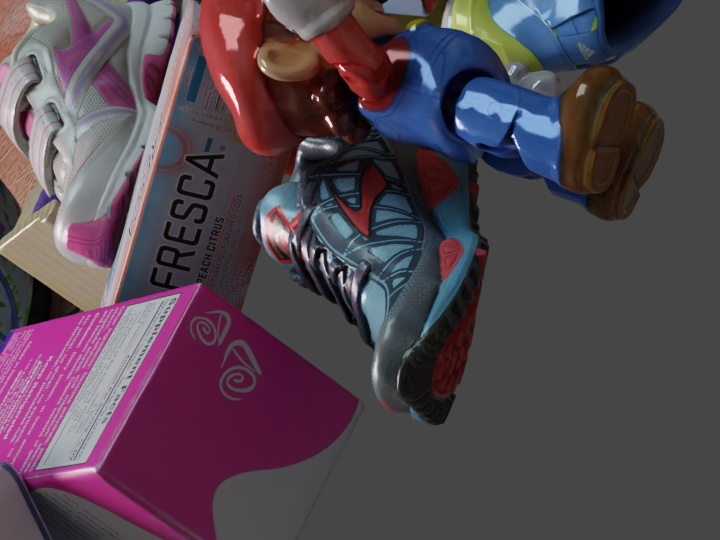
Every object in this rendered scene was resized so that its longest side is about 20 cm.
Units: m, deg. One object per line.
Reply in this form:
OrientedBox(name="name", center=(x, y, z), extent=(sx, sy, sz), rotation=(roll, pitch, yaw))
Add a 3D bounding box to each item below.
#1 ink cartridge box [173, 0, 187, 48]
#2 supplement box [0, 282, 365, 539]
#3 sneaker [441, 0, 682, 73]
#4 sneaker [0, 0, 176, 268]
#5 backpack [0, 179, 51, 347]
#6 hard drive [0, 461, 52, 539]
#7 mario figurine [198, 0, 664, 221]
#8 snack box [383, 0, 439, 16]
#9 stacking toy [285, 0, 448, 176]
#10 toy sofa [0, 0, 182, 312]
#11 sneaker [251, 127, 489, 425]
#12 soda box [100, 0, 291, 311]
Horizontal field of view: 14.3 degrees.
OrientedBox(name="ink cartridge box", center=(-0.002, -0.192, 1.533), extent=(0.200, 0.087, 0.145), rotation=(-41, 26, 33))
OrientedBox(name="supplement box", center=(-0.104, 0.084, 1.307), extent=(0.200, 0.101, 0.103), rotation=(-11, 46, 58))
OrientedBox(name="sneaker", center=(0.117, -0.155, 1.288), extent=(0.105, 0.076, 0.200), rotation=(-2, 52, 40))
OrientedBox(name="sneaker", center=(-0.149, -0.074, 1.489), extent=(0.200, 0.088, 0.081), rotation=(-90, 13, -54))
OrientedBox(name="backpack", center=(-0.264, -0.020, 1.653), extent=(0.154, 0.200, 0.163), rotation=(-44, 23, 19))
OrientedBox(name="hard drive", center=(-0.185, 0.163, 1.326), extent=(0.025, 0.132, 0.200), rotation=(-29, 6, -35))
OrientedBox(name="mario figurine", center=(0.026, -0.093, 1.181), extent=(0.200, 0.124, 0.106), rotation=(19, 48, 22))
OrientedBox(name="snack box", center=(-0.005, -0.204, 1.349), extent=(0.168, 0.068, 0.200), rotation=(8, 44, 29))
OrientedBox(name="stacking toy", center=(0.003, -0.087, 1.396), extent=(0.085, 0.085, 0.200), rotation=(-62, 17, -20))
OrientedBox(name="toy sofa", center=(-0.116, -0.078, 1.599), extent=(0.098, 0.083, 0.200), rotation=(-30, 31, 47))
OrientedBox(name="sneaker", center=(0.000, 0.000, 1.212), extent=(0.200, 0.095, 0.079), rotation=(-91, 10, -64))
OrientedBox(name="soda box", center=(-0.075, -0.039, 1.380), extent=(0.068, 0.063, 0.200), rotation=(-91, 17, -57))
